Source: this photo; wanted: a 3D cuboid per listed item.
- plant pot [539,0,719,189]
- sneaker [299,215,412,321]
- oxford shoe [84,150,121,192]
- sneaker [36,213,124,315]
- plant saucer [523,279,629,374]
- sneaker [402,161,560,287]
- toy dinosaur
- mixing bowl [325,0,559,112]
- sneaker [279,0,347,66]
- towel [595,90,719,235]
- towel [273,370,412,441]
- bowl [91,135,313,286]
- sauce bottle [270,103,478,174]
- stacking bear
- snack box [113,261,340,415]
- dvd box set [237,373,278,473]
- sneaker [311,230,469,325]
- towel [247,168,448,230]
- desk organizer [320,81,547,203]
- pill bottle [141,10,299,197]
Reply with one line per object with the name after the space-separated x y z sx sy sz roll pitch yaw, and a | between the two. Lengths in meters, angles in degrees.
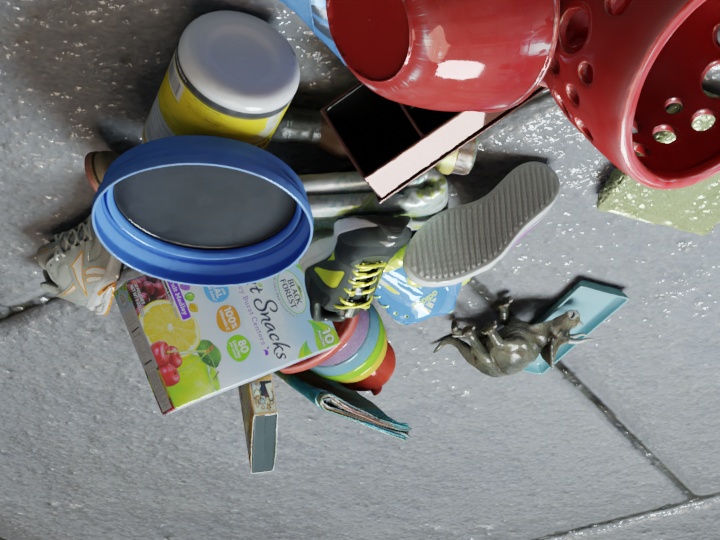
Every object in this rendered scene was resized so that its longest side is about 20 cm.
0.231 -0.193 1.065 0.200 0.183 0.200 -20 135 -21 | plant pot
0.000 0.000 1.314 0.074 0.085 0.200 -1 167 -22 | sneaker
-0.193 -0.082 1.361 0.075 0.070 0.200 -26 149 27 | oxford shoe
-0.301 -0.019 1.443 0.092 0.076 0.200 13 143 -13 | sneaker
0.245 0.071 1.640 0.070 0.019 0.200 14 143 -21 | plant saucer
0.115 -0.025 1.374 0.200 0.073 0.114 -30 167 -27 | sneaker
0.167 0.094 1.608 0.200 0.077 0.102 -27 113 34 | toy dinosaur
0.045 -0.206 1.037 0.108 0.200 0.200 -24 161 -36 | mixing bowl
-0.039 -0.241 1.133 0.078 0.066 0.200 -1 148 22 | sneaker
0.342 -0.107 1.363 0.148 0.036 0.200 11 145 -17 | towel
-0.041 0.144 1.626 0.147 0.022 0.200 25 -178 -34 | towel
-0.143 -0.053 1.222 0.201 0.039 0.201 1 148 0 | bowl
0.012 -0.131 1.289 0.200 0.065 0.065 4 146 -11 | sauce bottle
-0.020 0.086 1.581 0.114 0.121 0.200 -17 152 15 | stacking bear
-0.139 0.050 1.411 0.200 0.142 0.053 -20 176 -27 | snack box
-0.124 0.110 1.524 0.029 0.200 0.146 -6 146 -10 | dvd box set
0.026 0.010 1.457 0.200 0.076 0.105 6 106 -13 | sneaker
-0.012 -0.066 1.337 0.200 0.048 0.171 -4 177 4 | towel
0.070 -0.158 1.194 0.200 0.072 0.077 -34 134 12 | desk organizer
-0.138 -0.136 1.235 0.112 0.112 0.200 12 144 -18 | pill bottle
